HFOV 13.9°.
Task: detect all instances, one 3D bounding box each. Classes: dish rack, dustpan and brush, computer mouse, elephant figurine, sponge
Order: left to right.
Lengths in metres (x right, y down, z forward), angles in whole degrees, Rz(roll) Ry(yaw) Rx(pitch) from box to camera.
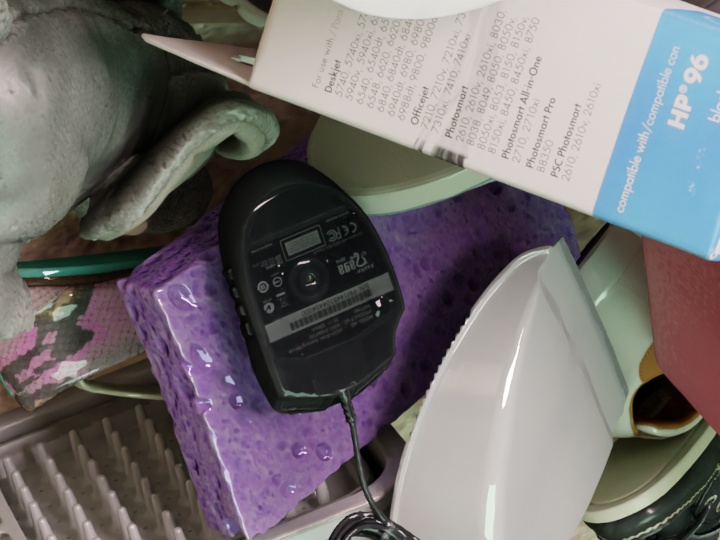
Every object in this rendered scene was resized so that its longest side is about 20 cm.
[{"bbox_3d":[-0.096,-0.061,1.030,0.200,0.155,0.142,-18,106,-41],"label":"elephant figurine"},{"bbox_3d":[-0.088,0.096,1.164,0.200,0.172,0.044,-22,117,-12],"label":"dish rack"},{"bbox_3d":[-0.006,0.054,1.062,0.059,0.034,0.200,-20,104,-19],"label":"computer mouse"},{"bbox_3d":[0.000,0.000,1.119,0.200,0.030,0.112,-39,123,-32],"label":"sponge"},{"bbox_3d":[0.035,0.099,1.124,0.057,0.200,0.140,10,154,24],"label":"dustpan and brush"}]

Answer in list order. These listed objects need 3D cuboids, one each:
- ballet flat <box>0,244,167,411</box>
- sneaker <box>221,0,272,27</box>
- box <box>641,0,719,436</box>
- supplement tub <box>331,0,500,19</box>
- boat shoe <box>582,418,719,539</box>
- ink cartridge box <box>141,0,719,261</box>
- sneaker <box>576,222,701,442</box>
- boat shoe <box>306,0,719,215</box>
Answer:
[{"bbox_3d":[-0.052,0.013,1.166,0.200,0.069,0.071,-14,101,-22],"label":"ballet flat"},{"bbox_3d":[-0.020,-0.124,0.987,0.085,0.077,0.200,1,176,38],"label":"sneaker"},{"bbox_3d":[0.182,-0.017,1.088,0.128,0.109,0.200,-33,146,-13],"label":"box"},{"bbox_3d":[-0.004,-0.183,0.856,0.140,0.200,0.140,-18,143,-14],"label":"supplement tub"},{"bbox_3d":[0.136,0.096,1.313,0.074,0.066,0.199,-23,-173,9],"label":"boat shoe"},{"bbox_3d":[0.046,-0.068,0.929,0.116,0.200,0.068,-1,111,-67],"label":"ink cartridge box"},{"bbox_3d":[0.096,0.056,1.270,0.073,0.085,0.200,-52,179,-27],"label":"sneaker"},{"bbox_3d":[0.078,-0.067,1.083,0.201,0.070,0.072,-29,143,-3],"label":"boat shoe"}]
